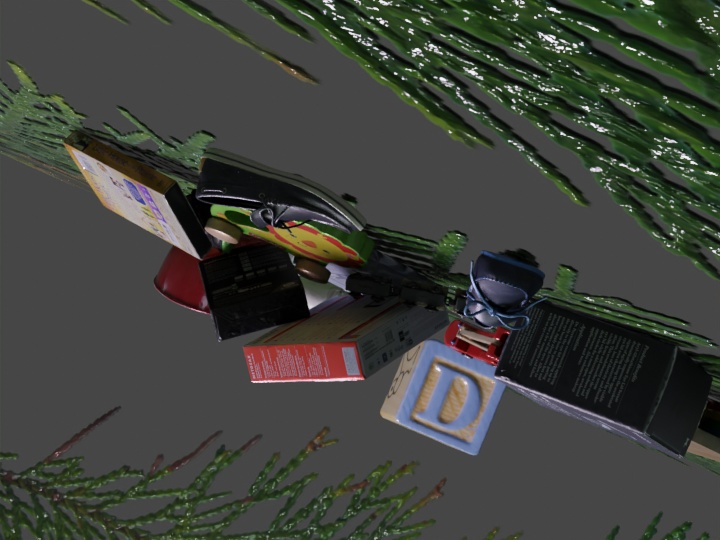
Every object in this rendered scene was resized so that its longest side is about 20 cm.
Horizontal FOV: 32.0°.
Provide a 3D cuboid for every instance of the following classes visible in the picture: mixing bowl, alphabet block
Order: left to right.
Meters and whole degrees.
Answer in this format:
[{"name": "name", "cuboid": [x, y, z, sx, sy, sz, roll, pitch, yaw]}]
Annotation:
[{"name": "mixing bowl", "cuboid": [-0.202, -0.015, 1.889, 0.199, 0.109, 0.200, 13, -163, -4]}, {"name": "alphabet block", "cuboid": [0.175, 0.263, 2.659, 0.196, 0.196, 0.200, 26, 175, -7]}]

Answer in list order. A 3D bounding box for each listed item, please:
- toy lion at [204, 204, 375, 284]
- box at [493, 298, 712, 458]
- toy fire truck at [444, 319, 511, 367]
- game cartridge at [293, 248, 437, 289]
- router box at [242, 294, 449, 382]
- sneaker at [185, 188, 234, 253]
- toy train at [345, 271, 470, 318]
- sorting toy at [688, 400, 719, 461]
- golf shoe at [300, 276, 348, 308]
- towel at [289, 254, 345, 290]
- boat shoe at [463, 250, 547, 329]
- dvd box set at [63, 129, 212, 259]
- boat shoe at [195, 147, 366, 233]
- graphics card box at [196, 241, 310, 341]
[{"name": "toy lion", "cuboid": [-0.084, -0.052, 1.520, 0.199, 0.069, 0.192, 24, 167, -5]}, {"name": "box", "cuboid": [0.279, 0.123, 1.437, 0.199, 0.105, 0.148, 19, 172, 34]}, {"name": "toy fire truck", "cuboid": [0.196, 0.115, 1.949, 0.199, 0.049, 0.141, 19, 172, 43]}, {"name": "game cartridge", "cuboid": [0.000, 0.000, 1.695, 0.133, 0.041, 0.200, 23, 171, -34]}, {"name": "router box", "cuboid": [-0.015, 0.080, 1.566, 0.179, 0.049, 0.200, -5, -165, 37]}, {"name": "sneaker", "cuboid": [-0.210, -0.070, 1.731, 0.083, 0.077, 0.200, 21, 174, -17]}, {"name": "toy train", "cuboid": [0.080, 0.031, 1.525, 0.199, 0.034, 0.046, 10, -170, 3]}, {"name": "sorting toy", "cuboid": [0.419, 0.190, 1.670, 0.198, 0.070, 0.200, 26, 173, -25]}, {"name": "golf shoe", "cuboid": [-0.022, 0.050, 2.196, 0.199, 0.079, 0.097, 19, 159, -20]}, {"name": "towel", "cuboid": [-0.050, -0.007, 1.902, 0.149, 0.031, 0.200, 23, 174, -10]}, {"name": "boat shoe", "cuboid": [0.147, 0.029, 1.277, 0.084, 0.069, 0.200, 22, 174, 12]}, {"name": "dvd box set", "cuboid": [-0.298, -0.102, 1.687, 0.199, 0.029, 0.147, 27, 156, 32]}, {"name": "boat shoe", "cuboid": [-0.087, -0.071, 1.320, 0.199, 0.063, 0.075, 20, 172, 18]}, {"name": "graphics card box", "cuboid": [-0.145, 0.021, 1.668, 0.125, 0.051, 0.200, -15, -159, -8]}]
